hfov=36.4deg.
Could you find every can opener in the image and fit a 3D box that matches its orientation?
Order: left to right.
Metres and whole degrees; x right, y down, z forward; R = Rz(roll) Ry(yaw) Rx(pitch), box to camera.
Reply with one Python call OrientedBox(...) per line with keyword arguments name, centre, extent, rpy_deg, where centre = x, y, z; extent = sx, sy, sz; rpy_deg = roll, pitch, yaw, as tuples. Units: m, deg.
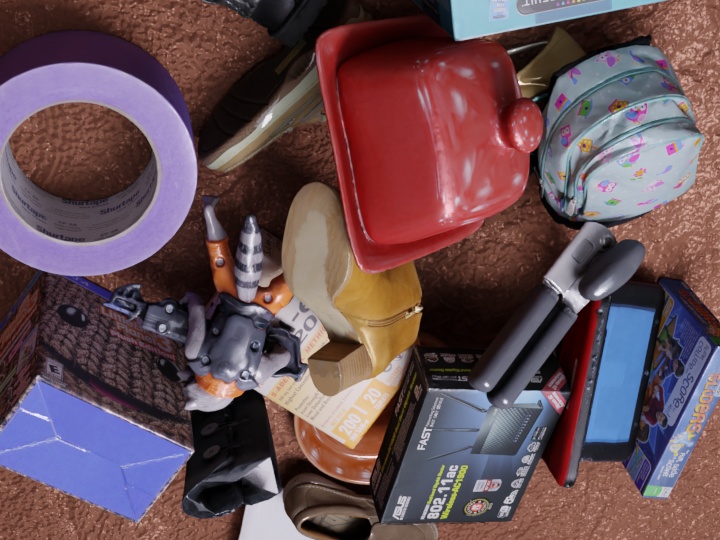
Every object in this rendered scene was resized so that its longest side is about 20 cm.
OrientedBox(name="can opener", centre=(0.176, 0.038, 1.003), extent=(0.053, 0.066, 0.200), rpy_deg=(42, 84, -17))

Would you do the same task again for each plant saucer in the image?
OrientedBox(name="plant saucer", centre=(0.024, 0.148, 1.203), extent=(0.199, 0.032, 0.201), rpy_deg=(-5, 121, -9))

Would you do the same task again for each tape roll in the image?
OrientedBox(name="tape roll", centre=(-0.245, -0.102, 0.964), extent=(0.199, 0.085, 0.201), rpy_deg=(-6, 122, -9))

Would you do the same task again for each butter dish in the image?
OrientedBox(name="butter dish", centre=(0.080, -0.112, 0.894), extent=(0.199, 0.147, 0.201), rpy_deg=(-22, 105, -47))

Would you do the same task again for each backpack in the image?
OrientedBox(name="backpack", centre=(0.238, -0.121, 1.002), extent=(0.166, 0.127, 0.200), rpy_deg=(-26, 157, -1))

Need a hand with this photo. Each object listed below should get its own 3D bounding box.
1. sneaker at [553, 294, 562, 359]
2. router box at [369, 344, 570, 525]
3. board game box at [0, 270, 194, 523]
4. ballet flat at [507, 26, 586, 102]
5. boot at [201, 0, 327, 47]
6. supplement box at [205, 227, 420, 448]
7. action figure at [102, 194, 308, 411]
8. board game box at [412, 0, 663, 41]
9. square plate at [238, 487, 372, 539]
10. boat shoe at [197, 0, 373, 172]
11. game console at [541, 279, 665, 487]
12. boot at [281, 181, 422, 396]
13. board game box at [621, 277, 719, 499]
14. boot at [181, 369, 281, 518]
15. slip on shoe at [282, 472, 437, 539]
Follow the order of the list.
OrientedBox(name="sneaker", centre=(0.193, 0.118, 1.185), extent=(0.200, 0.071, 0.112), rpy_deg=(-47, 121, -3))
OrientedBox(name="router box", centre=(0.105, 0.168, 1.098), extent=(0.149, 0.062, 0.201), rpy_deg=(3, 127, -16))
OrientedBox(name="board game box", centre=(-0.251, 0.108, 1.016), extent=(0.159, 0.200, 0.097), rpy_deg=(31, 108, -27))
OrientedBox(name="ballet flat", centre=(0.119, -0.163, 1.035), extent=(0.199, 0.069, 0.063), rpy_deg=(-29, 94, 2))
OrientedBox(name="boot", centre=(-0.074, -0.298, 0.890), extent=(0.157, 0.080, 0.212), rpy_deg=(26, 112, -25))
OrientedBox(name="supplement box", centre=(-0.054, 0.069, 1.090), extent=(0.199, 0.074, 0.126), rpy_deg=(33, 106, -14))
OrientedBox(name="action figure", centre=(-0.134, 0.034, 0.984), extent=(0.199, 0.105, 0.195), rpy_deg=(13, 98, -5))
OrientedBox(name="board game box", centre=(0.153, -0.251, 0.926), extent=(0.199, 0.151, 0.047), rpy_deg=(-12, 118, -6))
OrientedBox(name="square plate", centre=(-0.055, 0.332, 1.295), extent=(0.197, 0.028, 0.201), rpy_deg=(8, 118, -17))
OrientedBox(name="boat shoe", centre=(-0.058, -0.154, 0.989), extent=(0.200, 0.072, 0.076), rpy_deg=(-41, 133, 13))
OrientedBox(name="game console", centre=(0.260, 0.112, 1.115), extent=(0.118, 0.172, 0.201), rpy_deg=(9, 96, -1))
OrientedBox(name="boot", centre=(0.001, 0.001, 0.978), extent=(0.070, 0.144, 0.202), rpy_deg=(9, 115, 31))
OrientedBox(name="board game box", centre=(0.332, 0.129, 1.201), extent=(0.034, 0.136, 0.201), rpy_deg=(8, 119, -18))
OrientedBox(name="boot", centre=(-0.161, 0.174, 1.075), extent=(0.164, 0.200, 0.066), rpy_deg=(-31, 122, 6))
OrientedBox(name="slip on shoe", centre=(0.004, 0.287, 1.230), extent=(0.199, 0.061, 0.076), rpy_deg=(28, 109, -26))
